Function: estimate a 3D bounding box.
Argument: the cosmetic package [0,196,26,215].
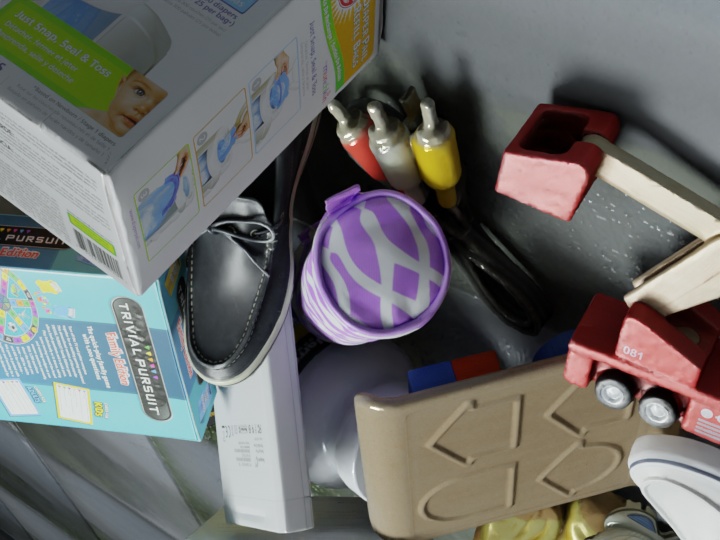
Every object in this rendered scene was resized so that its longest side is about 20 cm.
[{"bbox_3d":[-0.248,-0.050,0.941,0.073,0.200,0.103,50,154,-13],"label":"cosmetic package"}]

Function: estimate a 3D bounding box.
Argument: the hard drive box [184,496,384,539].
[{"bbox_3d":[-0.040,0.219,0.922,0.153,0.078,0.200,-2,180,8],"label":"hard drive box"}]

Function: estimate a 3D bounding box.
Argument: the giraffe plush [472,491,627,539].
[{"bbox_3d":[0.126,0.234,0.946,0.172,0.201,0.162,38,-175,-6],"label":"giraffe plush"}]

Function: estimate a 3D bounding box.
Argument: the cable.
[{"bbox_3d":[0.042,-0.029,0.738,0.096,0.050,0.201,10,140,41],"label":"cable"}]

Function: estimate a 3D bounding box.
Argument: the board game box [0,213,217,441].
[{"bbox_3d":[-0.202,0.035,0.811,0.197,0.047,0.152,4,135,10],"label":"board game box"}]

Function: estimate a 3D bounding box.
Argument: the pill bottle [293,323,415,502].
[{"bbox_3d":[-0.027,0.085,0.906,0.199,0.112,0.113,30,155,50],"label":"pill bottle"}]

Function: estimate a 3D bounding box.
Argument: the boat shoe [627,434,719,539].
[{"bbox_3d":[0.236,0.173,0.746,0.199,0.066,0.074,35,150,-3],"label":"boat shoe"}]

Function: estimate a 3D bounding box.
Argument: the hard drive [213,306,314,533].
[{"bbox_3d":[-0.071,0.063,0.828,0.132,0.026,0.203,161,103,-67],"label":"hard drive"}]

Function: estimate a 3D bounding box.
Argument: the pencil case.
[{"bbox_3d":[0.000,0.000,0.764,0.200,0.083,0.086,158,88,-80],"label":"pencil case"}]

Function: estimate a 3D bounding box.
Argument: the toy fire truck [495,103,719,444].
[{"bbox_3d":[0.160,0.011,0.625,0.198,0.049,0.142,22,134,18],"label":"toy fire truck"}]

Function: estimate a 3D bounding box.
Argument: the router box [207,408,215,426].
[{"bbox_3d":[-0.149,0.059,1.149,0.157,0.052,0.200,46,154,-7],"label":"router box"}]

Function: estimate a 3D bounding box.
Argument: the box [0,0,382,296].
[{"bbox_3d":[-0.088,-0.108,0.625,0.112,0.200,0.102,34,153,19],"label":"box"}]

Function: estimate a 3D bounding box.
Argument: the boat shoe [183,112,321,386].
[{"bbox_3d":[-0.072,-0.032,0.739,0.074,0.203,0.062,16,-174,25],"label":"boat shoe"}]

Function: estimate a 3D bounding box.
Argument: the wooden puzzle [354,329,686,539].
[{"bbox_3d":[0.097,0.096,0.774,0.186,0.197,0.047,84,176,-54],"label":"wooden puzzle"}]

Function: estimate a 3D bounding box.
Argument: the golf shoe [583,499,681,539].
[{"bbox_3d":[0.228,0.235,0.805,0.198,0.097,0.079,25,121,3],"label":"golf shoe"}]
